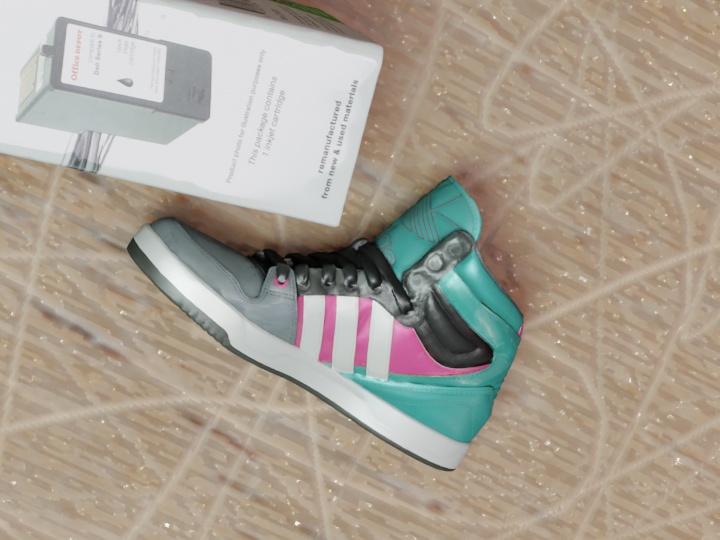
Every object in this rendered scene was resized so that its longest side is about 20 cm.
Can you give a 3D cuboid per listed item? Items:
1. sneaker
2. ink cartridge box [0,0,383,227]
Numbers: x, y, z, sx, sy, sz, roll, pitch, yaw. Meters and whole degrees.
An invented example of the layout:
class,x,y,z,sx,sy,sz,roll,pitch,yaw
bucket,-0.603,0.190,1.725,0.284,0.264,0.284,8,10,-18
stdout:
class,x,y,z,sx,sy,sz,roll,pitch,yaw
sneaker,0.000,0.000,1.194,0.200,0.084,0.121,32,99,-25
ink cartridge box,-0.107,-0.091,1.121,0.200,0.146,0.084,12,100,-14
